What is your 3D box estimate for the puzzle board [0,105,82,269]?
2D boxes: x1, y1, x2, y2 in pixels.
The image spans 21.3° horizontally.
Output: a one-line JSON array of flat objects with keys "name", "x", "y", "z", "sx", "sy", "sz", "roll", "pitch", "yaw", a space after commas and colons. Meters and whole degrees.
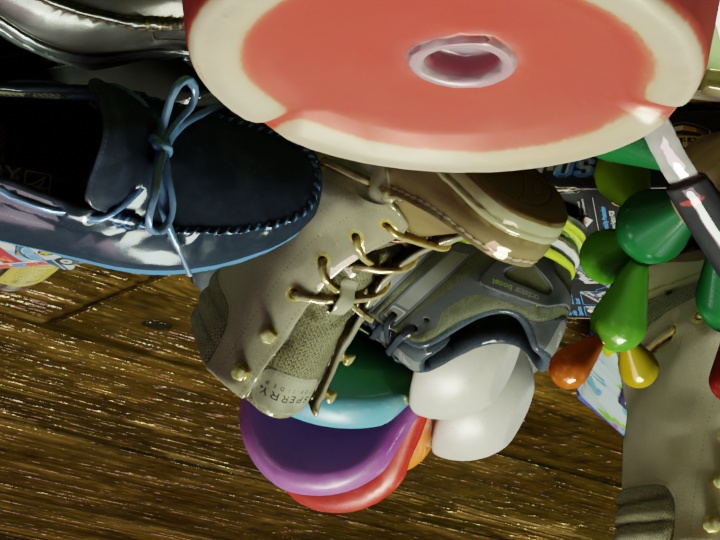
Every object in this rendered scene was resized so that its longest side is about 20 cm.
[{"name": "puzzle board", "x": -0.182, "y": -0.036, "z": 0.908, "sx": 0.150, "sy": 0.017, "sz": 0.200, "roll": -3, "pitch": 161, "yaw": 18}]

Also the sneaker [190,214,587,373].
[{"name": "sneaker", "x": 0.012, "y": 0.008, "z": 0.952, "sx": 0.200, "sy": 0.081, "sz": 0.074, "roll": 1, "pitch": 157, "yaw": 6}]

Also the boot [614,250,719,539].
[{"name": "boot", "x": 0.198, "y": 0.061, "z": 0.928, "sx": 0.072, "sy": 0.155, "sz": 0.200, "roll": 18, "pitch": 157, "yaw": -33}]

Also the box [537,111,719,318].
[{"name": "box", "x": 0.153, "y": -0.024, "z": 1.022, "sx": 0.198, "sy": 0.050, "sz": 0.200, "roll": 1, "pitch": 159, "yaw": 13}]

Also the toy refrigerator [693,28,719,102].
[{"name": "toy refrigerator", "x": 0.172, "y": -0.105, "z": 0.764, "sx": 0.200, "sy": 0.070, "sz": 0.076, "roll": 6, "pitch": 160, "yaw": -7}]

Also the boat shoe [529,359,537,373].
[{"name": "boat shoe", "x": 0.026, "y": 0.046, "z": 1.239, "sx": 0.202, "sy": 0.065, "sz": 0.074, "roll": -12, "pitch": 136, "yaw": 24}]

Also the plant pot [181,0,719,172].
[{"name": "plant pot", "x": 0.029, "y": -0.135, "z": 0.548, "sx": 0.200, "sy": 0.178, "sz": 0.200, "roll": 3, "pitch": 160, "yaw": 1}]

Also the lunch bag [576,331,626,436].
[{"name": "lunch bag", "x": 0.235, "y": 0.073, "z": 1.187, "sx": 0.200, "sy": 0.128, "sz": 0.170, "roll": 15, "pitch": 163, "yaw": 6}]

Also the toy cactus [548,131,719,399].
[{"name": "toy cactus", "x": 0.131, "y": -0.026, "z": 0.842, "sx": 0.102, "sy": 0.200, "sz": 0.165, "roll": -23, "pitch": 175, "yaw": -27}]

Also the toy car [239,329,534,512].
[{"name": "toy car", "x": -0.006, "y": 0.061, "z": 1.082, "sx": 0.175, "sy": 0.150, "sz": 0.200, "roll": 26, "pitch": 166, "yaw": 18}]

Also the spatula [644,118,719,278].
[{"name": "spatula", "x": 0.119, "y": -0.050, "z": 0.745, "sx": 0.056, "sy": 0.021, "sz": 0.200, "roll": -18, "pitch": 125, "yaw": 27}]

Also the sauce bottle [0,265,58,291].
[{"name": "sauce bottle", "x": -0.155, "y": -0.042, "z": 1.006, "sx": 0.065, "sy": 0.065, "sz": 0.200, "roll": 14, "pitch": 158, "yaw": -27}]

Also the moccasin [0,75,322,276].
[{"name": "moccasin", "x": -0.109, "y": -0.039, "z": 0.781, "sx": 0.200, "sy": 0.081, "sz": 0.068, "roll": -1, "pitch": 158, "yaw": -18}]

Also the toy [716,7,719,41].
[{"name": "toy", "x": 0.207, "y": -0.050, "z": 0.724, "sx": 0.115, "sy": 0.047, "sz": 0.200, "roll": -16, "pitch": 129, "yaw": 13}]

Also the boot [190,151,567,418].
[{"name": "boot", "x": 0.000, "y": 0.000, "z": 0.848, "sx": 0.072, "sy": 0.155, "sz": 0.200, "roll": 22, "pitch": -171, "yaw": -35}]

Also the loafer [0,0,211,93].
[{"name": "loafer", "x": -0.080, "y": -0.122, "z": 0.778, "sx": 0.200, "sy": 0.073, "sz": 0.072, "roll": 8, "pitch": 153, "yaw": -40}]

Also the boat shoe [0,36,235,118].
[{"name": "boat shoe", "x": -0.154, "y": -0.091, "z": 0.883, "sx": 0.201, "sy": 0.063, "sz": 0.074, "roll": 0, "pitch": -178, "yaw": 11}]
